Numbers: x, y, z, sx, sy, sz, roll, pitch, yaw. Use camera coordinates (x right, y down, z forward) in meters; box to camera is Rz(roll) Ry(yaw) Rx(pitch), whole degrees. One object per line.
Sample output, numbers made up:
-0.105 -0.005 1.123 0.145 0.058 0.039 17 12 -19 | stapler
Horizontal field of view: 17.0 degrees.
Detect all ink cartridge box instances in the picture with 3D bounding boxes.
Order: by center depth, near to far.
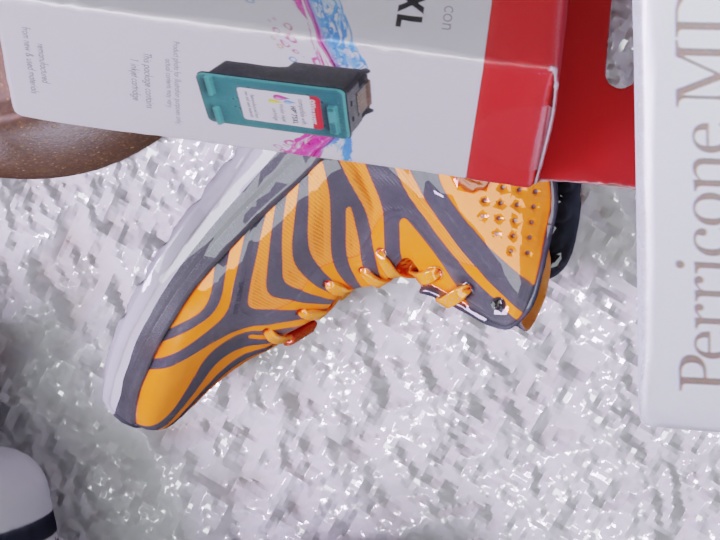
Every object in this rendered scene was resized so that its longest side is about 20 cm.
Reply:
0.002 -0.096 0.713 0.199 0.117 0.067 7 152 1 | ink cartridge box

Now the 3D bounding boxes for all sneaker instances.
0.000 0.000 0.798 0.112 0.078 0.200 38 117 1 | sneaker

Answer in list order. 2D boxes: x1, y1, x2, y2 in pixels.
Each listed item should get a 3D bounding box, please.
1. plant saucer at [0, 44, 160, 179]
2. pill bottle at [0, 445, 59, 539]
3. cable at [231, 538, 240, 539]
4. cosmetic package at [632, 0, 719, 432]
-0.132 -0.121 0.815 0.200 0.037 0.201 6 112 14 | plant saucer
-0.160 0.127 0.870 0.111 0.111 0.201 -9 93 20 | pill bottle
0.003 0.198 0.882 0.199 0.069 0.200 26 117 6 | cable
0.187 -0.055 0.668 0.199 0.166 0.168 3 112 17 | cosmetic package
